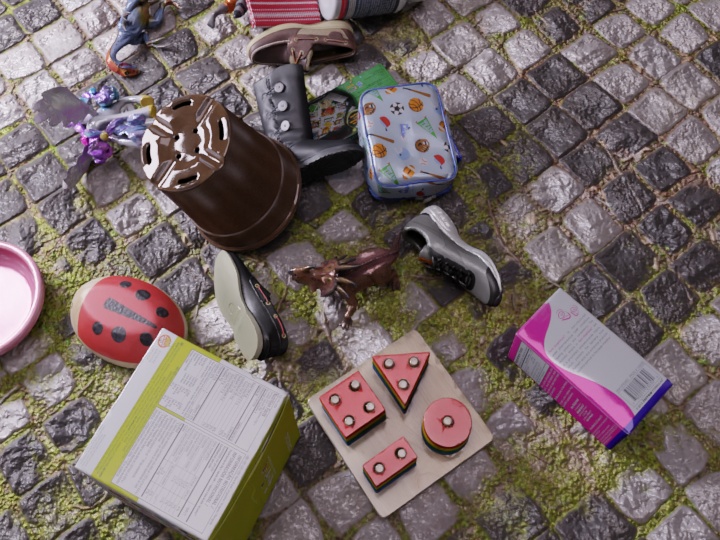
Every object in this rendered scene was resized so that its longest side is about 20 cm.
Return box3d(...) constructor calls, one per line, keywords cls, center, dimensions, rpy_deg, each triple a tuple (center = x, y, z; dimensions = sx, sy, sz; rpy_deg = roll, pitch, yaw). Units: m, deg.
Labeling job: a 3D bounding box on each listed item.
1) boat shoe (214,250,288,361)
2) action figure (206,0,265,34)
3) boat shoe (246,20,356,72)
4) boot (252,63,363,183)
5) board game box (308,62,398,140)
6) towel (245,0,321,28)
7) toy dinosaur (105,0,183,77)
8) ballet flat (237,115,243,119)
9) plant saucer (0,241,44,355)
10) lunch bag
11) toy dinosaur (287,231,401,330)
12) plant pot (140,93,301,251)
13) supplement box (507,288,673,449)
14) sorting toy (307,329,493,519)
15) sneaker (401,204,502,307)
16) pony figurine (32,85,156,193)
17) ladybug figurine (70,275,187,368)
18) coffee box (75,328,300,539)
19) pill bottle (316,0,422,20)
box3d(cls="boat shoe", center=(-0.172, 0.052, 1.207), dimensions=(0.062, 0.074, 0.202), rpy_deg=(0, 46, -38))
box3d(cls="action figure", center=(-0.169, -0.513, 1.456), dimensions=(0.198, 0.105, 0.196), rpy_deg=(17, 75, 11))
box3d(cls="boat shoe", center=(-0.103, -0.393, 1.413), dimensions=(0.197, 0.072, 0.073), rpy_deg=(-10, 63, -10))
box3d(cls="boot", center=(-0.089, -0.255, 1.322), dimensions=(0.163, 0.066, 0.202), rpy_deg=(-16, 68, 13))
box3d(cls="board game box", center=(-0.019, -0.279, 1.380), dimensions=(0.199, 0.024, 0.105), rpy_deg=(-30, 65, -11))
box3d(cls="towel", center=(-0.156, -0.533, 1.424), dimensions=(0.143, 0.022, 0.203), rpy_deg=(-13, 85, -29))
box3d(cls="toy dinosaur", center=(-0.413, -0.444, 1.466), dimensions=(0.182, 0.105, 0.199), rpy_deg=(-51, 34, -6))
box3d(cls="ballet flat", center=(-0.279, -0.227, 1.313), dimensions=(0.067, 0.068, 0.200), rpy_deg=(51, 54, -4))
box3d(cls="plant saucer", center=(-0.585, 0.052, 1.225), dimensions=(0.197, 0.051, 0.203), rpy_deg=(-1, 65, 2))
box3d(cls="lunch bag", center=(0.080, -0.209, 1.306), dimensions=(0.158, 0.076, 0.203), rpy_deg=(-7, 71, -8))
box3d(cls="toy dinosaur", center=(0.000, 0.000, 1.182), dimensions=(0.199, 0.136, 0.086), rpy_deg=(-33, 67, -14))
box3d(cls="plant pot", center=(-0.219, -0.154, 1.200), dimensions=(0.198, 0.198, 0.203), rpy_deg=(-6, 72, 19))
box3d(cls="supplement box", center=(0.319, 0.139, 1.122), dimensions=(0.101, 0.104, 0.200), rpy_deg=(-41, 71, -15))
box3d(cls="sorting toy", center=(0.056, 0.205, 1.117), dimensions=(0.197, 0.070, 0.201), rpy_deg=(-31, 67, -13))
box3d(cls="sneaker", center=(0.141, -0.012, 1.213), dimensions=(0.079, 0.074, 0.200), rpy_deg=(-28, 59, -26))
box3d(cls="pony figurine", center=(-0.437, -0.239, 1.322), dimensions=(0.197, 0.168, 0.194), rpy_deg=(1, 32, 6))
box3d(cls="ladybug figurine", center=(-0.353, 0.072, 1.195), dimensions=(0.198, 0.072, 0.137), rpy_deg=(20, 66, 11))
box3d(cls="coffee box", center=(-0.212, 0.236, 1.040), dimensions=(0.196, 0.200, 0.201), rpy_deg=(24, 66, 12))
box3d(cls="pill bottle", center=(0.024, -0.527, 1.438), dimensions=(0.197, 0.120, 0.121), rpy_deg=(-12, 64, -18))
